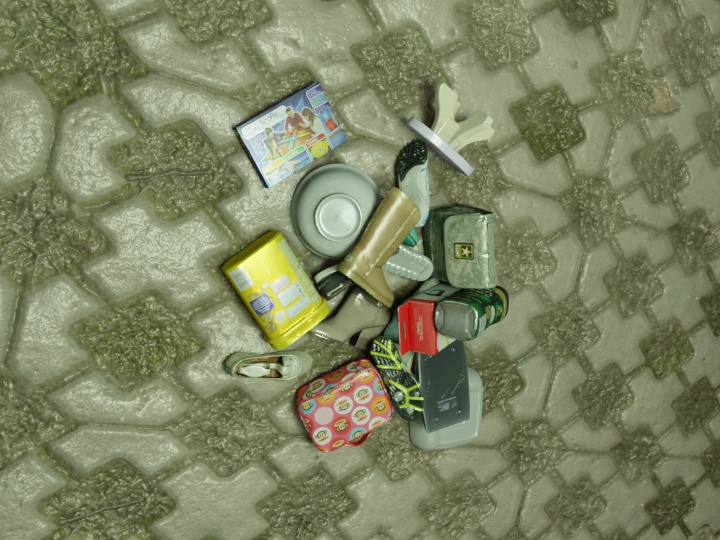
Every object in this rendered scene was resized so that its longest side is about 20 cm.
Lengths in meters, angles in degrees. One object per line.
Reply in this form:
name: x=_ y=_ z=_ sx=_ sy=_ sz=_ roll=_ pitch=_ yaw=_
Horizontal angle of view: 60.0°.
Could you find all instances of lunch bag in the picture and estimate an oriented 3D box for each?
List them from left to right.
lunch bag: x=-0.029 y=0.309 z=1.383 sx=0.198 sy=0.082 sz=0.178 roll=-25 pitch=109 yaw=-5
lunch bag: x=0.228 y=-0.056 z=1.395 sx=0.116 sy=0.200 sz=0.166 roll=-11 pitch=105 yaw=-24

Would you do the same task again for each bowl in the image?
bowl: x=-0.046 y=-0.113 z=1.273 sx=0.198 sy=0.090 sz=0.204 roll=-1 pitch=103 yaw=-2
bowl: x=0.224 y=0.348 z=1.539 sx=0.198 sy=0.074 sz=0.202 roll=-3 pitch=101 yaw=-27

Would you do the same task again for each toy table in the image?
toy table: x=0.203 y=-0.308 z=1.363 sx=0.199 sy=0.184 sz=0.118 roll=28 pitch=103 yaw=-46

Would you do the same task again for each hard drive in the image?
hard drive: x=0.186 y=0.260 z=1.441 sx=0.134 sy=0.042 sz=0.203 roll=-11 pitch=99 yaw=-26

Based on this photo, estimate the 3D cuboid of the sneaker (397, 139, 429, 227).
sneaker: x=0.120 y=-0.192 z=1.381 sx=0.071 sy=0.073 sz=0.202 roll=-1 pitch=72 yaw=15

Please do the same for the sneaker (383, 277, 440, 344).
sneaker: x=0.116 y=0.085 z=1.441 sx=0.200 sy=0.081 sz=0.074 roll=-52 pitch=134 yaw=-36

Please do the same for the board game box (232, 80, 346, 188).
board game box: x=-0.140 y=-0.276 z=1.264 sx=0.199 sy=0.034 sz=0.136 roll=-34 pitch=112 yaw=-17

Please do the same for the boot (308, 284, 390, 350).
boot: x=-0.020 y=0.089 z=1.371 sx=0.199 sy=0.070 sz=0.148 roll=20 pitch=93 yaw=-37

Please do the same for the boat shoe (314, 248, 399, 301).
boat shoe: x=0.000 y=0.000 z=1.334 sx=0.198 sy=0.074 sz=0.061 roll=-25 pitch=79 yaw=-5

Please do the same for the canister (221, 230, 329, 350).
canister: x=-0.173 y=0.038 z=1.279 sx=0.148 sy=0.086 sz=0.201 roll=-36 pitch=112 yaw=-16

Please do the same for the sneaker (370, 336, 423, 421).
sneaker: x=0.087 y=0.237 z=1.391 sx=0.075 sy=0.076 sz=0.202 roll=-23 pitch=90 yaw=4

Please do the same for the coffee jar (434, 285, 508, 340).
coffee jar: x=0.245 y=0.084 z=1.347 sx=0.199 sy=0.103 sz=0.086 roll=-17 pitch=112 yaw=-56

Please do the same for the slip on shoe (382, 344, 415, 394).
slip on shoe: x=0.107 y=0.197 z=1.463 sx=0.061 sy=0.073 sz=0.202 roll=48 pitch=62 yaw=-69

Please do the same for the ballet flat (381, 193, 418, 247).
ballet flat: x=0.063 y=-0.124 z=1.378 sx=0.199 sy=0.067 sz=0.071 roll=29 pitch=74 yaw=-29

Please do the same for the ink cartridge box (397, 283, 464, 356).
ink cartridge box: x=0.160 y=0.110 z=1.375 sx=0.199 sy=0.067 sz=0.118 roll=-23 pitch=113 yaw=-53

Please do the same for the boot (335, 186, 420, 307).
boot: x=0.063 y=-0.041 z=1.272 sx=0.201 sy=0.066 sz=0.175 roll=-54 pitch=134 yaw=-4

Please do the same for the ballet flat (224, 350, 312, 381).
ballet flat: x=-0.186 y=0.208 z=1.315 sx=0.198 sy=0.062 sz=0.068 roll=1 pitch=99 yaw=-27

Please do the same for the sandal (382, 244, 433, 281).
sandal: x=0.069 y=-0.037 z=1.405 sx=0.201 sy=0.050 sz=0.083 roll=31 pitch=105 yaw=-13
